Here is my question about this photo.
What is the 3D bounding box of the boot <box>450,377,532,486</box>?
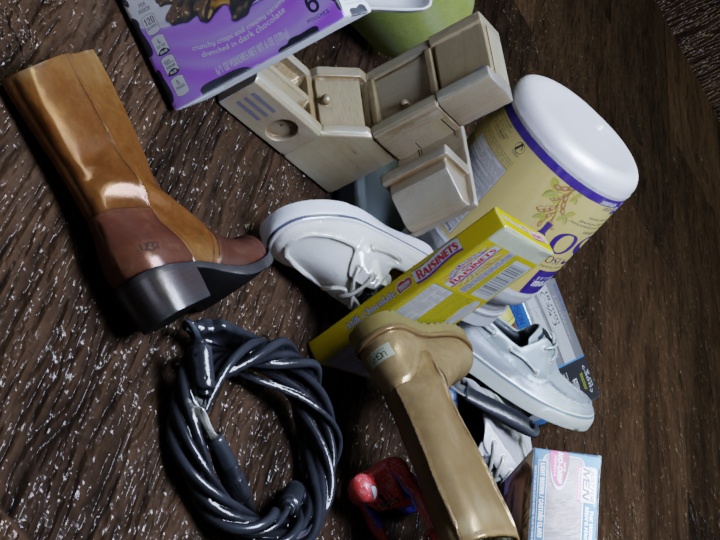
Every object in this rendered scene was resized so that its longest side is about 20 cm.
[{"bbox_3d":[0.127,0.197,1.430,0.095,0.073,0.202,31,33,-44],"label":"boot"}]

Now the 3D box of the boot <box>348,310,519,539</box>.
[{"bbox_3d":[0.074,0.140,1.236,0.174,0.066,0.202,14,44,-56],"label":"boot"}]

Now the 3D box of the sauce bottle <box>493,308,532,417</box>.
[{"bbox_3d":[0.127,0.057,1.544,0.202,0.065,0.066,65,24,-7],"label":"sauce bottle"}]

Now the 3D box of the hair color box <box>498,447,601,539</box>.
[{"bbox_3d":[0.146,0.225,1.280,0.200,0.060,0.101,111,-14,-66],"label":"hair color box"}]

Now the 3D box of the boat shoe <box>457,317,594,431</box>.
[{"bbox_3d":[0.156,0.084,1.484,0.200,0.072,0.070,32,15,-11],"label":"boat shoe"}]

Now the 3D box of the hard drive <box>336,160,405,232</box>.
[{"bbox_3d":[0.024,-0.042,1.459,0.140,0.033,0.202,44,32,-42],"label":"hard drive"}]

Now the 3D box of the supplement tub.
[{"bbox_3d":[0.141,-0.061,1.396,0.145,0.200,0.146,32,27,-19],"label":"supplement tub"}]

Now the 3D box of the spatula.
[{"bbox_3d":[0.088,0.101,1.397,0.199,0.021,0.057,35,36,-19],"label":"spatula"}]

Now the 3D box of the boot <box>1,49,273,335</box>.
[{"bbox_3d":[-0.157,-0.063,1.092,0.201,0.068,0.188,59,30,3],"label":"boot"}]

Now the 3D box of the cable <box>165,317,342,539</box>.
[{"bbox_3d":[-0.065,0.124,1.099,0.200,0.050,0.165,34,39,-52],"label":"cable"}]

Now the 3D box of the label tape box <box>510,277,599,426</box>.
[{"bbox_3d":[0.205,0.086,1.685,0.200,0.063,0.146,-11,80,-66],"label":"label tape box"}]

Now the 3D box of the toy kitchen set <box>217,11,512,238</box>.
[{"bbox_3d":[0.008,-0.141,1.308,0.180,0.198,0.165,36,37,-47],"label":"toy kitchen set"}]

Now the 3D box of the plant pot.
[{"bbox_3d":[0.033,-0.319,1.568,0.184,0.198,0.203,47,28,-58],"label":"plant pot"}]

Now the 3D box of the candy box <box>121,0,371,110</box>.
[{"bbox_3d":[-0.113,-0.255,1.197,0.202,0.166,0.071,64,22,-4],"label":"candy box"}]

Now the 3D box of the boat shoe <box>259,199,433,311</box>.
[{"bbox_3d":[0.000,0.000,1.287,0.199,0.071,0.070,22,37,-44],"label":"boat shoe"}]

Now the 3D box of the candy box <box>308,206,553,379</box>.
[{"bbox_3d":[0.059,0.023,1.269,0.102,0.199,0.027,25,34,-56],"label":"candy box"}]

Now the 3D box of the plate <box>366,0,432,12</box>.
[{"bbox_3d":[-0.042,-0.311,1.428,0.032,0.197,0.202,103,-18,-56],"label":"plate"}]

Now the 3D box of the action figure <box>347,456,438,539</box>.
[{"bbox_3d":[0.053,0.207,1.251,0.199,0.065,0.100,25,38,-57],"label":"action figure"}]
